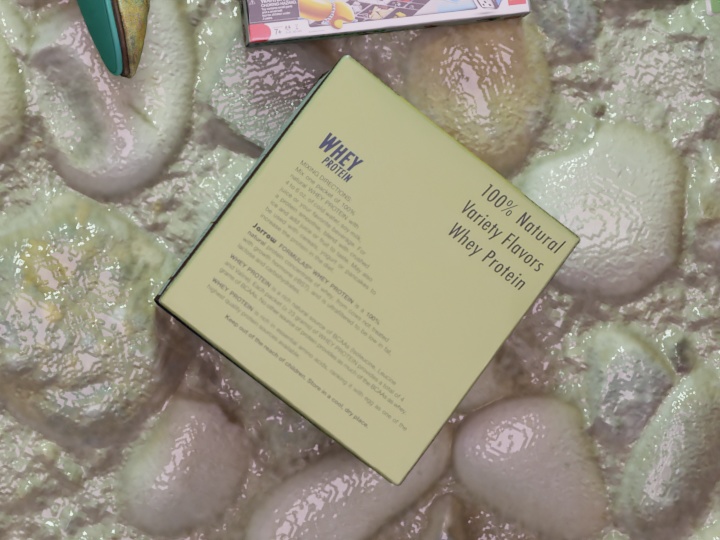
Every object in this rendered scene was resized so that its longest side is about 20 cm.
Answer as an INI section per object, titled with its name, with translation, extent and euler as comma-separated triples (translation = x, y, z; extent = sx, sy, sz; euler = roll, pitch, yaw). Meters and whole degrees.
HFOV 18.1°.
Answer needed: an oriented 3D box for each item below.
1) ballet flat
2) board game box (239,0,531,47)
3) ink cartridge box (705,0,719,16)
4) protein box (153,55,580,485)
[ballet flat]
translation = -0.176, -0.231, 1.521
extent = 0.070, 0.071, 0.201
euler = -25, 93, -7
[board game box]
translation = 0.012, -0.228, 1.558
extent = 0.198, 0.035, 0.127
euler = -7, 90, -8
[ink cartridge box]
translation = 0.292, -0.249, 1.554
extent = 0.199, 0.048, 0.147
euler = -9, 92, -30
[protein box]
translation = 0.000, 0.000, 1.506
extent = 0.198, 0.135, 0.200
euler = 37, 86, -5
